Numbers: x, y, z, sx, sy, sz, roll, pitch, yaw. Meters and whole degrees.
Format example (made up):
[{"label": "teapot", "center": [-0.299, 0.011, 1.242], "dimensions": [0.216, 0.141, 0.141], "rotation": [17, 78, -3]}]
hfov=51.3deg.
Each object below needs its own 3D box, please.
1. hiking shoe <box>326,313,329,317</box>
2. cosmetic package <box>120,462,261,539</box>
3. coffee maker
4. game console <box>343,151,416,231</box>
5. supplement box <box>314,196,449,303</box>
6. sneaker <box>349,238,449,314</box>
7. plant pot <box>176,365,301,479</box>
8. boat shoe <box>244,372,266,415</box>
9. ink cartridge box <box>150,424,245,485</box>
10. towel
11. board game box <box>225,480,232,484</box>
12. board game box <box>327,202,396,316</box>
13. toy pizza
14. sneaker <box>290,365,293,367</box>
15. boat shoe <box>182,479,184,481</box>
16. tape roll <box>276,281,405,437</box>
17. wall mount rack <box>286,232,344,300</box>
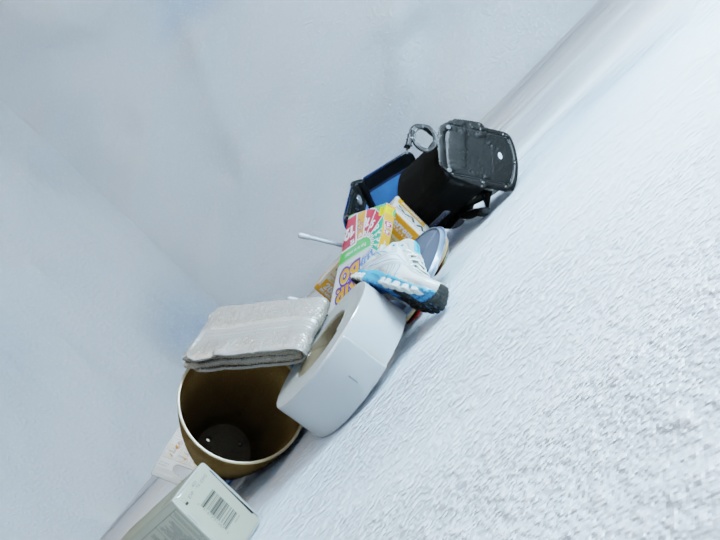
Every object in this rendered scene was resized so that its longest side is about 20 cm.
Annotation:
[{"label": "hiking shoe", "center": [-0.060, 0.108, 1.224], "dimensions": [0.199, 0.086, 0.075], "rotation": [-35, 46, 31]}, {"label": "cosmetic package", "center": [-0.221, 0.332, 0.911], "dimensions": [0.200, 0.105, 0.071], "rotation": [-42, 4, 33]}, {"label": "coffee maker", "center": [0.134, -0.160, 1.245], "dimensions": [0.136, 0.191, 0.200], "rotation": [-65, 11, -26]}, {"label": "game console", "center": [0.066, -0.079, 1.359], "dimensions": [0.117, 0.201, 0.172], "rotation": [-13, 38, 21]}, {"label": "supplement box", "center": [0.035, -0.006, 1.248], "dimensions": [0.200, 0.126, 0.074], "rotation": [-46, 5, 23]}, {"label": "sneaker", "center": [0.059, -0.002, 0.992], "dimensions": [0.087, 0.075, 0.199], "rotation": [-57, 29, -9]}, {"label": "plant pot", "center": [-0.197, 0.240, 1.144], "dimensions": [0.187, 0.186, 0.201], "rotation": [-50, -7, -39]}, {"label": "boat shoe", "center": [-0.170, 0.180, 1.234], "dimensions": [0.071, 0.202, 0.068], "rotation": [-1, 30, 34]}, {"label": "ink cartridge box", "center": [-0.252, 0.294, 1.309], "dimensions": [0.161, 0.050, 0.201], "rotation": [5, 56, 38]}, {"label": "towel", "center": [-0.148, 0.087, 1.063], "dimensions": [0.198, 0.035, 0.133], "rotation": [-8, 30, 20]}, {"label": "board game box", "center": [-0.259, 0.366, 1.371], "dimensions": [0.135, 0.034, 0.200], "rotation": [-47, 4, 16]}, {"label": "board game box", "center": [0.000, 0.000, 1.149], "dimensions": [0.095, 0.030, 0.202], "rotation": [-14, 61, 49]}, {"label": "toy pizza", "center": [0.072, 0.025, 1.104], "dimensions": [0.201, 0.032, 0.201], "rotation": [-54, 12, 17]}, {"label": "sneaker", "center": [-0.082, 0.132, 1.165], "dimensions": [0.199, 0.091, 0.078], "rotation": [18, 49, 40]}, {"label": "boat shoe", "center": [-0.226, 0.344, 1.112], "dimensions": [0.075, 0.075, 0.202], "rotation": [-37, 11, -7]}, {"label": "tape roll", "center": [-0.026, 0.115, 0.984], "dimensions": [0.203, 0.071, 0.203], "rotation": [-52, 8, 10]}, {"label": "wall mount rack", "center": [-0.045, 0.017, 1.352], "dimensions": [0.074, 0.173, 0.202], "rotation": [-2, 72, 34]}]
